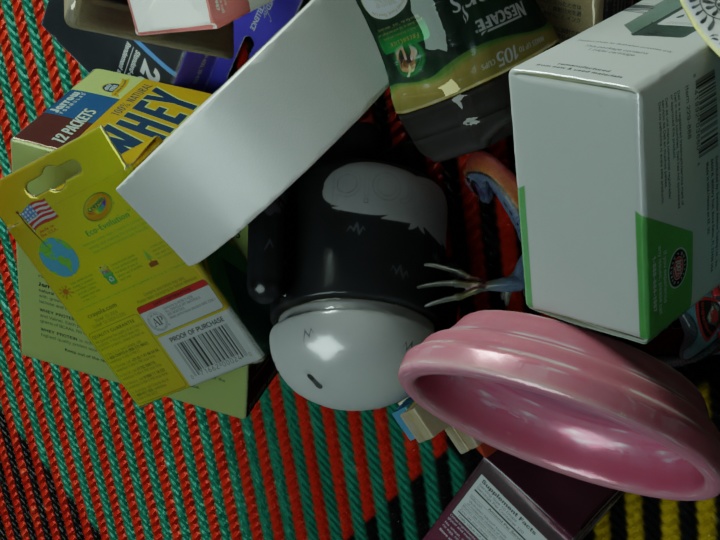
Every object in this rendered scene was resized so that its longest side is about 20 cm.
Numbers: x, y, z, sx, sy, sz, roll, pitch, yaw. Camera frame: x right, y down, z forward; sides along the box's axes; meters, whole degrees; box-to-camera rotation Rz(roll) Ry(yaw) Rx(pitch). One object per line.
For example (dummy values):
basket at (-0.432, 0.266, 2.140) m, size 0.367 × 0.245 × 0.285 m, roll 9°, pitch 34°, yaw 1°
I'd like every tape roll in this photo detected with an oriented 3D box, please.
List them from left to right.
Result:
tape roll at (-0.060, -0.096, 0.976) m, size 0.071 × 0.202 × 0.202 m, roll 46°, pitch 138°, yaw -8°

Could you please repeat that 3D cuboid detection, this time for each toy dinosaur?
toy dinosaur at (0.144, -0.008, 1.051) m, size 0.200 × 0.105 × 0.182 m, roll -18°, pitch 91°, yaw 11°

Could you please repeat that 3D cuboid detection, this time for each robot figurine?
robot figurine at (-0.002, 0.000, 1.086) m, size 0.150 × 0.200 × 0.125 m, roll 3°, pitch 158°, yaw 2°

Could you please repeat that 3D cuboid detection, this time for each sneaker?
sneaker at (0.219, 0.027, 0.928) m, size 0.200 × 0.096 × 0.079 m, roll -19°, pitch 95°, yaw 20°

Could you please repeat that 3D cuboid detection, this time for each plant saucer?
plant saucer at (0.123, 0.077, 0.904) m, size 0.200 × 0.051 × 0.201 m, roll 21°, pitch 165°, yaw 6°

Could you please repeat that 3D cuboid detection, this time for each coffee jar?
coffee jar at (0.044, -0.169, 0.888) m, size 0.085 × 0.104 × 0.200 m, roll -13°, pitch 106°, yaw 48°

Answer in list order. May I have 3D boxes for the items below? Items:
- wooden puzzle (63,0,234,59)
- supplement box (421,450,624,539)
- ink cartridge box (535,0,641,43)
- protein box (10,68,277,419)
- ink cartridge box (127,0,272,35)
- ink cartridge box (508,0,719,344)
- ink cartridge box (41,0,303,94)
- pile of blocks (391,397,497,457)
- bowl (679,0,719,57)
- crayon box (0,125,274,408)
wooden puzzle at (-0.126, -0.243, 1.013) m, size 0.046 × 0.200 × 0.186 m, roll -1°, pitch 90°, yaw 26°
supplement box at (0.111, 0.195, 1.144) m, size 0.086 × 0.110 × 0.200 m, roll 43°, pitch 135°, yaw 14°
ink cartridge box at (0.081, -0.232, 0.948) m, size 0.200 × 0.075 × 0.165 m, roll 21°, pitch 125°, yaw 33°
protein box at (-0.149, -0.024, 1.196) m, size 0.198 × 0.135 × 0.200 m, roll 14°, pitch 125°, yaw 14°
ink cartridge box at (-0.077, -0.236, 0.992) m, size 0.067 × 0.200 × 0.117 m, roll 1°, pitch 114°, yaw 32°
ink cartridge box at (0.178, -0.071, 0.864) m, size 0.084 × 0.200 × 0.146 m, roll 15°, pitch 123°, yaw 39°
ink cartridge box at (-0.153, -0.205, 1.200) m, size 0.200 × 0.043 × 0.198 m, roll 42°, pitch 135°, yaw 13°
pile of blocks at (0.072, 0.099, 1.075) m, size 0.082 × 0.200 × 0.062 m, roll -35°, pitch 89°, yaw 22°
bowl at (0.265, -0.182, 0.779) m, size 0.201 × 0.094 × 0.201 m, roll 1°, pitch 91°, yaw 38°
crayon box at (-0.159, -0.009, 1.093) m, size 0.127 × 0.051 × 0.200 m, roll -22°, pitch 111°, yaw 31°
